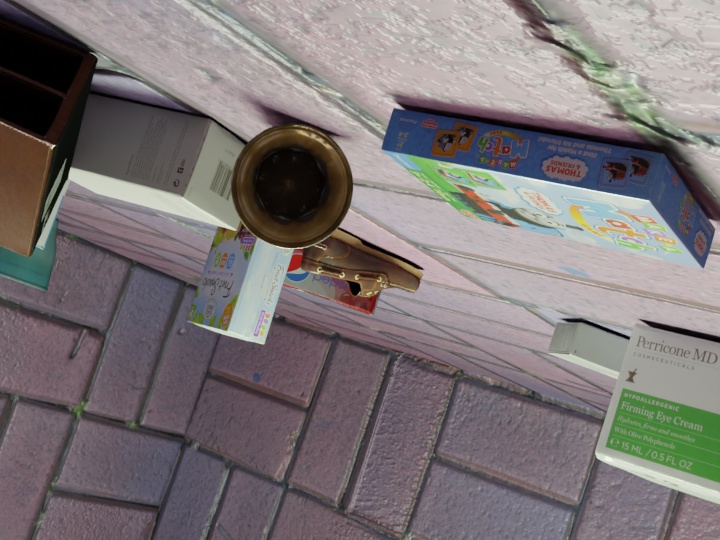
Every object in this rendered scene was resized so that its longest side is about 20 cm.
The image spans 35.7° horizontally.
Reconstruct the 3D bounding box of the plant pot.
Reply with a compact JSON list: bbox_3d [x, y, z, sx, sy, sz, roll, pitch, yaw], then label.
[{"bbox_3d":[-0.889,-0.066,2.946,0.198,0.190,0.200,19,174,2],"label":"plant pot"}]

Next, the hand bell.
[{"bbox_3d":[-0.068,-0.084,1.033,0.103,0.105,0.200,20,-175,-9],"label":"hand bell"}]

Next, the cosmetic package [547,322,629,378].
[{"bbox_3d":[0.365,0.124,1.530,0.198,0.051,0.083,20,175,-11],"label":"cosmetic package"}]

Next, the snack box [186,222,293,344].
[{"bbox_3d":[-0.178,0.013,1.661,0.067,0.170,0.200,20,174,-23],"label":"snack box"}]

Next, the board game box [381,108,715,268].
[{"bbox_3d":[0.134,-0.058,0.788,0.198,0.037,0.151,14,171,33],"label":"board game box"}]

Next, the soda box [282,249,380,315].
[{"bbox_3d":[-0.065,0.009,1.768,0.198,0.064,0.070,18,174,8],"label":"soda box"}]

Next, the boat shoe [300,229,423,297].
[{"bbox_3d":[0.000,0.000,1.492,0.199,0.071,0.070,23,171,-36],"label":"boat shoe"}]

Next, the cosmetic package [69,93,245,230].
[{"bbox_3d":[-0.214,-0.112,1.122,0.198,0.086,0.107,17,172,27],"label":"cosmetic package"}]

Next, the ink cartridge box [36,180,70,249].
[{"bbox_3d":[-0.508,-0.136,1.484,0.198,0.149,0.144,14,172,32],"label":"ink cartridge box"}]

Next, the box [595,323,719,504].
[{"bbox_3d":[0.425,0.184,1.325,0.198,0.173,0.199,13,170,42],"label":"box"}]

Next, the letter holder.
[{"bbox_3d":[-0.329,-0.122,0.986,0.141,0.101,0.200,22,147,-11],"label":"letter holder"}]
